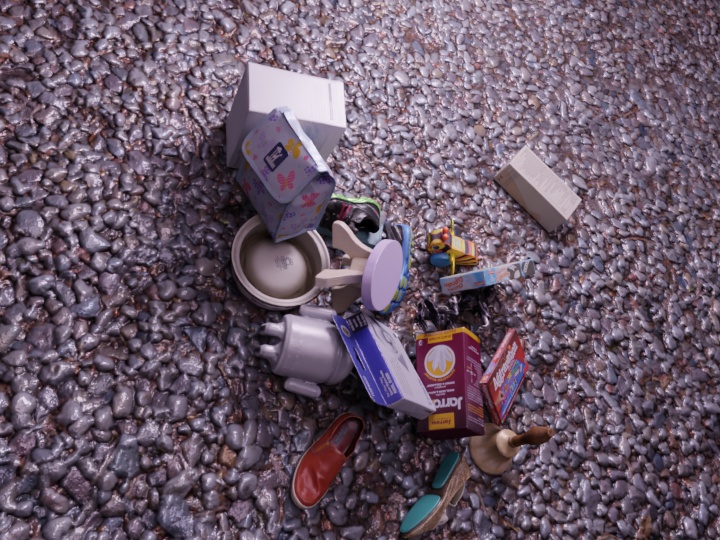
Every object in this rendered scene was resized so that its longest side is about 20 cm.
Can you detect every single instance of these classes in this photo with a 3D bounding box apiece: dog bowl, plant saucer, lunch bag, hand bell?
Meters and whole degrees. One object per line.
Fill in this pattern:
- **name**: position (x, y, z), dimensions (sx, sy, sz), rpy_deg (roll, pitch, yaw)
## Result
- **dog bowl**: position (-0.164, -0.010, 1.301), dimensions (0.199, 0.074, 0.201), rpy_deg (10, 63, -20)
- **plant saucer**: position (-0.041, -0.100, 1.430), dimensions (0.199, 0.019, 0.070), rpy_deg (18, 62, -17)
- **lunch bag**: position (-0.140, -0.181, 1.233), dimensions (0.127, 0.200, 0.170), rpy_deg (-20, 68, -34)
- **hand bell**: position (0.306, 0.331, 1.287), dimensions (0.104, 0.200, 0.104), rpy_deg (9, 65, -20)

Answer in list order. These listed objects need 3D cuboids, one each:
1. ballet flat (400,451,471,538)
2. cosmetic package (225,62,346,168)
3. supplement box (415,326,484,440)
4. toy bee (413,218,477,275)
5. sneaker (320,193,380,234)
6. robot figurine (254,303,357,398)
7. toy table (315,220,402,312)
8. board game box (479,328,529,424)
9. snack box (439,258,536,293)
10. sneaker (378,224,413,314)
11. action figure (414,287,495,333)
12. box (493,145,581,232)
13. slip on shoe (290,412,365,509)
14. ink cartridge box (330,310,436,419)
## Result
- **ballet flat**: position (0.152, 0.436, 1.252), dimensions (0.200, 0.070, 0.065), rpy_deg (-46, 105, -29)
- **cosmetic package**: position (-0.158, -0.297, 1.355), dimensions (0.199, 0.199, 0.123), rpy_deg (6, 64, -21)
- **supplement box**: position (0.176, 0.225, 1.314), dimensions (0.086, 0.110, 0.201), rpy_deg (35, 49, -49)
- **toy bee**: position (0.185, -0.050, 1.457), dimensions (0.199, 0.109, 0.131), rpy_deg (-10, 74, -28)
- **sneaker**: position (-0.042, -0.108, 1.378), dimensions (0.199, 0.077, 0.084), rpy_deg (-4, 66, -24)
- **robot figurine**: position (-0.093, 0.149, 1.238), dimensions (0.199, 0.113, 0.170), rpy_deg (14, 82, -18)
- **toy table**: position (0.000, 0.000, 1.286), dimensions (0.117, 0.200, 0.185), rpy_deg (7, 98, 20)
- **board game box**: position (0.304, 0.218, 1.386), dimensions (0.200, 0.019, 0.103), rpy_deg (-45, 117, -49)
- **snack box**: position (0.277, 0.012, 1.432), dimensions (0.200, 0.116, 0.037), rpy_deg (-10, 88, -45)
- **sneaker**: position (0.061, -0.002, 1.406), dimensions (0.082, 0.071, 0.200), rpy_deg (6, 75, 19)
- **action figure**: position (0.213, 0.093, 1.393), dimensions (0.199, 0.119, 0.102), rpy_deg (-6, 73, -33)
- **box**: position (0.443, -0.203, 1.659), dimensions (0.200, 0.078, 0.095), rpy_deg (45, 58, 0)
- **slip on shoe**: position (-0.057, 0.338, 1.202), dimensions (0.074, 0.061, 0.200), rpy_deg (42, 59, -4)
- **ink cartridge box**: position (0.046, 0.172, 1.235), dimensions (0.200, 0.041, 0.200), rpy_deg (32, 25, -54)
